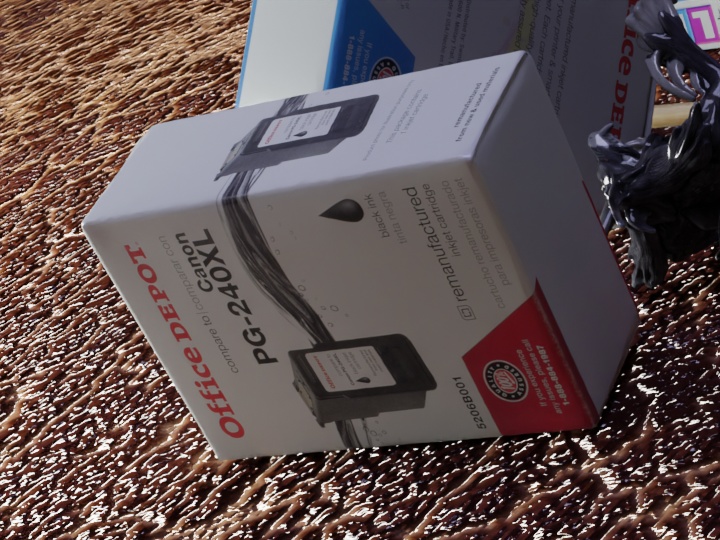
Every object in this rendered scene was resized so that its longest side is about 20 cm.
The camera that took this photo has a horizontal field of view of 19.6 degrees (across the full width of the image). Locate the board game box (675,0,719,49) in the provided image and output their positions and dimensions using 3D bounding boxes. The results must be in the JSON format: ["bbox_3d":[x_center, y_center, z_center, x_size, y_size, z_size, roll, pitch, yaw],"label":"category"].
[{"bbox_3d":[0.236,-0.193,1.333,0.134,0.034,0.200,-4,26,38],"label":"board game box"}]

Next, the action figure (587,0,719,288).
[{"bbox_3d":[0.163,-0.066,0.976,0.199,0.119,0.102,-26,52,-31],"label":"action figure"}]

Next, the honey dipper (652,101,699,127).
[{"bbox_3d":[0.156,-0.084,1.141,0.199,0.038,0.038,-4,26,33],"label":"honey dipper"}]

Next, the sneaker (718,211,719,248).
[{"bbox_3d":[0.195,-0.022,0.853,0.071,0.098,0.200,-11,21,29],"label":"sneaker"}]

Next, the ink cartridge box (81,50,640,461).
[{"bbox_3d":[0.000,0.000,0.910,0.199,0.146,0.084,-9,34,31],"label":"ink cartridge box"}]

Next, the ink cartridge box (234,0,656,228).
[{"bbox_3d":[0.048,-0.110,1.021,0.199,0.145,0.084,14,-7,-35],"label":"ink cartridge box"}]
